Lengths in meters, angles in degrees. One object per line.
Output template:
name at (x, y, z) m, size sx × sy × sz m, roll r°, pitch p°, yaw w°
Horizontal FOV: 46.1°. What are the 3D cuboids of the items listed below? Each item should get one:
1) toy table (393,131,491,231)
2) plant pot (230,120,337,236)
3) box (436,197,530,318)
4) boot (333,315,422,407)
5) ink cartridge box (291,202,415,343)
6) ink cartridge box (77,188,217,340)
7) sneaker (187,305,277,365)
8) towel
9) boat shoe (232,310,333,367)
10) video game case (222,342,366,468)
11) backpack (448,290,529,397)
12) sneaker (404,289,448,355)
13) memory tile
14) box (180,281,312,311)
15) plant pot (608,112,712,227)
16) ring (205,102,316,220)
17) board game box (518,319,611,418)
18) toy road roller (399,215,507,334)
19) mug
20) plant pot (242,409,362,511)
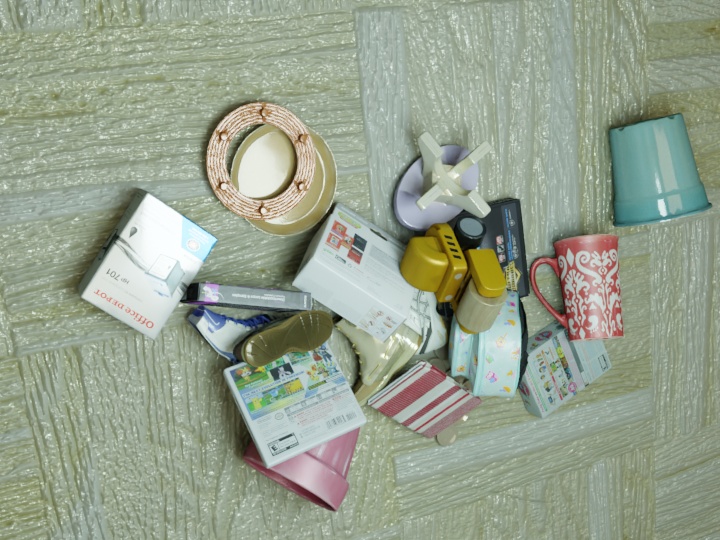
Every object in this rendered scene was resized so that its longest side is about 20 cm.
toy table at (0.156, -0.166, 1.558) m, size 0.183 × 0.117 × 0.201 m, roll 38°, pitch 72°, yaw -7°
plant pot at (-0.137, -0.163, 1.506) m, size 0.197 × 0.027 × 0.204 m, roll -4°, pitch 100°, yaw -22°
box at (0.234, -0.027, 1.677) m, size 0.196 × 0.050 × 0.203 m, roll -13°, pitch 104°, yaw -21°
boot at (-0.001, 0.153, 1.597) m, size 0.155 × 0.073 × 0.200 m, roll 40°, pitch 105°, yaw -10°
ink cartridge box at (0.000, 0.000, 1.521) m, size 0.199 × 0.177 × 0.084 m, roll 33°, pitch 130°, yaw -10°
ink cartridge box at (-0.354, -0.011, 1.411) m, size 0.146 × 0.086 × 0.202 m, roll 34°, pitch 84°, yaw -24°
sneaker at (-0.206, 0.110, 1.505) m, size 0.116 × 0.080 × 0.200 m, roll -50°, pitch 121°, yaw -11°
towel at (0.125, 0.249, 1.619) m, size 0.144 × 0.023 × 0.199 m, roll -39°, pitch 132°, yaw 20°
boat shoe at (-0.134, 0.111, 1.463) m, size 0.198 × 0.064 × 0.074 m, roll -14°, pitch 102°, yaw -43°
video game case at (-0.112, 0.219, 1.461) m, size 0.198 × 0.022 × 0.184 m, roll -19°, pitch 69°, yaw -28°
backpack at (0.241, 0.140, 1.587) m, size 0.151 × 0.201 × 0.178 m, roll 3°, pitch 114°, yaw -2°
sneaker at (0.101, 0.071, 1.623) m, size 0.087 × 0.076 × 0.203 m, roll -24°, pitch 105°, yaw -12°
memory tile at (0.174, 0.245, 1.718) m, size 0.152 × 0.017 × 0.202 m, roll 30°, pitch 87°, yaw -25°
box at (-0.198, 0.047, 1.454) m, size 0.197 × 0.143 × 0.037 m, roll 8°, pitch 83°, yaw -24°
plant pot at (0.598, -0.208, 1.727) m, size 0.197 × 0.200 × 0.199 m, roll -15°, pitch 98°, yaw -19°
ring at (-0.168, -0.187, 1.464) m, size 0.197 × 0.019 × 0.204 m, roll -4°, pitch 100°, yaw -22°
board game box at (0.419, 0.192, 1.787) m, size 0.198 × 0.064 × 0.149 m, roll -31°, pitch 109°, yaw -16°
toy road roller at (0.155, 0.008, 1.480) m, size 0.144 × 0.202 × 0.124 m, roll -4°, pitch 141°, yaw -19°
mug at (0.450, 0.042, 1.721) m, size 0.132 × 0.176 × 0.203 m, roll 3°, pitch 78°, yaw -45°
plant pot at (-0.088, 0.308, 1.535) m, size 0.199 × 0.199 × 0.181 m, roll 39°, pitch 68°, yaw -24°
